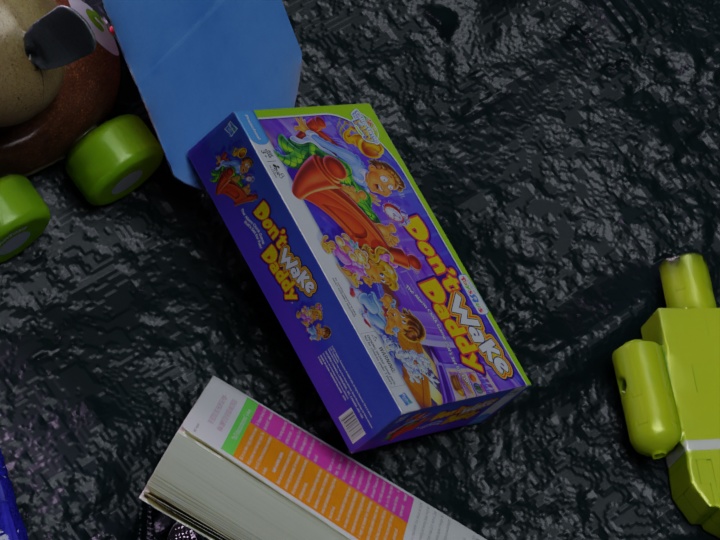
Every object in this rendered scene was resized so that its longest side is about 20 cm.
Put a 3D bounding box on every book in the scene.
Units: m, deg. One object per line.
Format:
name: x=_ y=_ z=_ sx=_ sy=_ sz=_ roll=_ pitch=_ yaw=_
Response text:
book: x=-0.012 y=0.135 z=1.532 sx=0.199 sy=0.048 sz=0.134 roll=31 pitch=17 yaw=-1

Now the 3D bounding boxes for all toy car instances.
toy car: x=-0.192 y=-0.129 z=1.550 sx=0.157 sy=0.200 sz=0.165 roll=-30 pitch=77 yaw=-28

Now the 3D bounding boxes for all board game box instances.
board game box: x=0.000 y=0.000 z=1.606 sx=0.134 sy=0.045 sz=0.201 roll=-9 pitch=65 yaw=-54
board game box: x=-0.106 y=-0.144 z=1.624 sx=0.158 sy=0.039 sz=0.201 roll=-51 pitch=128 yaw=-46

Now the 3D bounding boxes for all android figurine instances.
android figurine: x=0.240 y=0.083 z=1.682 sx=0.181 sy=0.041 sz=0.201 roll=1 pitch=63 yaw=-18

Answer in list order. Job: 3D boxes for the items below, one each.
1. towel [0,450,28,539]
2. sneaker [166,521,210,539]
towel: x=-0.240 y=0.159 z=1.481 sx=0.147 sy=0.050 sz=0.201 roll=-12 pitch=69 yaw=-24
sneaker: x=-0.109 y=0.215 z=1.473 sx=0.077 sy=0.078 sz=0.201 roll=22 pitch=59 yaw=-19
